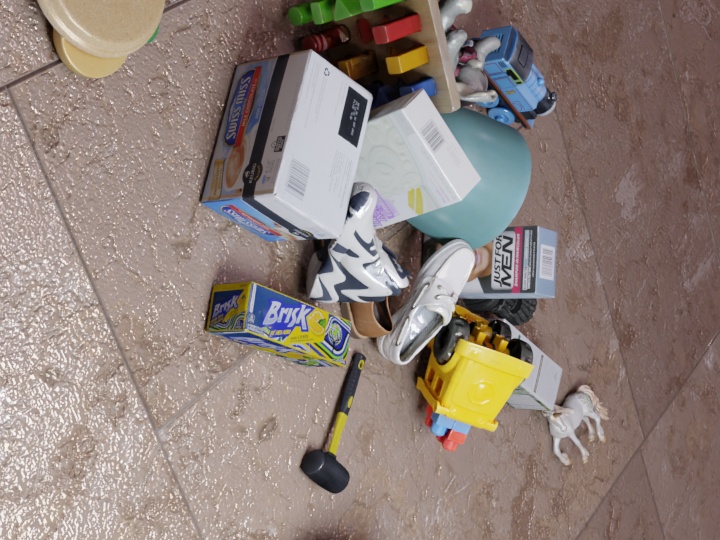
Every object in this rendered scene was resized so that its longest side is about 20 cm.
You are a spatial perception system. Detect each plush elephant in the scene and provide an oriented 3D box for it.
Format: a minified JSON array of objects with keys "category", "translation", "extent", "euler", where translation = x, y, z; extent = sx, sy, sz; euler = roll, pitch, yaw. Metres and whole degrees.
[{"category":"plush elephant","translation":[0.135,-0.308,1.808],"extent":[0.155,0.165,0.200],"euler":[21,96,-25]}]

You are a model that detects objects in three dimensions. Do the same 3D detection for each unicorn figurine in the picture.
[{"category":"unicorn figurine","translation":[0.367,0.266,2.157],"extent":[0.137,0.074,0.200],"euler":[64,29,-13]}]

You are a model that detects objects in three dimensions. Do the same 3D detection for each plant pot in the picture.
[{"category":"plant pot","translation":[0.114,-0.146,1.759],"extent":[0.161,0.200,0.201],"euler":[23,71,-38]}]

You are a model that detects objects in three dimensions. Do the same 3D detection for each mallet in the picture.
[{"category":"mallet","translation":[-0.032,0.199,1.684],"extent":[0.066,0.041,0.200],"euler":[35,57,-42]}]

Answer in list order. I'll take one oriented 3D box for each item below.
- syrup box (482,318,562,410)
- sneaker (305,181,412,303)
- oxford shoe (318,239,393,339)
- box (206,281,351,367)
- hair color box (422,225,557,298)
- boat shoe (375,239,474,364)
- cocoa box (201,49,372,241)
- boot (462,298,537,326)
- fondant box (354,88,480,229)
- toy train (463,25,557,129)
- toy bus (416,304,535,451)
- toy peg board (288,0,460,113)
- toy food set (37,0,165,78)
[{"category":"syrup box","translation":[0.238,0.151,1.983],"extent":[0.200,0.079,0.082],"euler":[39,59,-43]},{"category":"sneaker","translation":[0.017,-0.027,1.606],"extent":[0.129,0.199,0.080],"euler":[11,36,-17]},{"category":"oxford shoe","translation":[0.000,0.000,1.701],"extent":[0.071,0.071,0.200],"euler":[-39,117,-43]},{"category":"box","translation":[-0.100,0.071,1.570],"extent":[0.200,0.070,0.064],"euler":[24,68,-49]},{"category":"hair color box","translation":[0.188,-0.010,1.830],"extent":[0.061,0.200,0.099],"euler":[11,80,-51]},{"category":"boat shoe","translation":[0.104,0.050,1.732],"extent":[0.071,0.069,0.200],"euler":[34,89,-30]},{"category":"cocoa box","translation":[-0.090,-0.152,1.543],"extent":[0.133,0.131,0.200],"euler":[31,65,-46]},{"category":"boot","translation":[0.211,-0.022,1.955],"extent":[0.158,0.079,0.211],"euler":[14,71,-55]},{"category":"fondant box","translation":[0.040,-0.139,1.629],"extent":[0.144,0.200,0.058],"euler":[55,51,-16]},{"category":"toy train","translation":[0.235,-0.303,1.969],"extent":[0.200,0.114,0.087],"euler":[42,58,-42]},{"category":"toy bus","translation":[0.144,0.158,1.816],"extent":[0.136,0.200,0.192],"euler":[19,103,-18]},{"category":"toy peg board","translation":[0.006,-0.288,1.621],"extent":[0.098,0.200,0.199],"euler":[-28,110,-41]},{"category":"toy food set","translation":[-0.290,-0.329,1.368],"extent":[0.198,0.049,0.200],"euler":[-54,128,-38]}]
